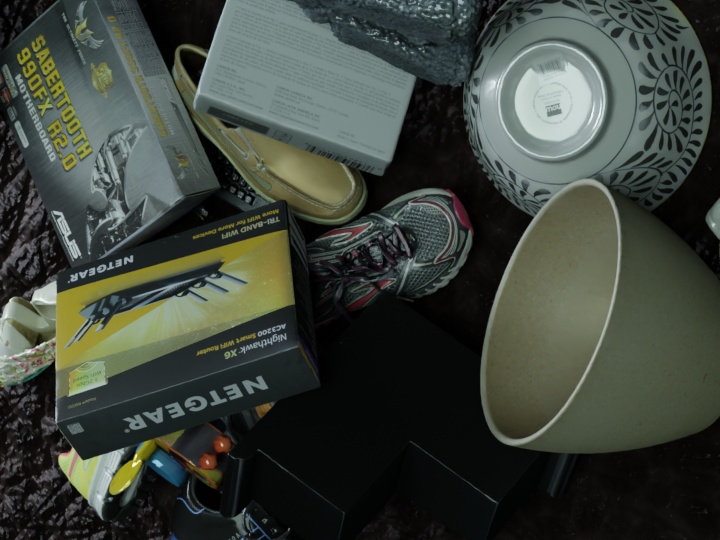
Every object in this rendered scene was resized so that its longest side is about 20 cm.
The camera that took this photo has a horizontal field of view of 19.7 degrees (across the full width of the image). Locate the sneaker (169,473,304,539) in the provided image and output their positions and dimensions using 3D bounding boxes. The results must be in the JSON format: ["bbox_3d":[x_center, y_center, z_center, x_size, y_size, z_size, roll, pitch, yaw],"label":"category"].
[{"bbox_3d":[-0.070,0.229,1.703,0.199,0.070,0.079,21,110,21],"label":"sneaker"}]

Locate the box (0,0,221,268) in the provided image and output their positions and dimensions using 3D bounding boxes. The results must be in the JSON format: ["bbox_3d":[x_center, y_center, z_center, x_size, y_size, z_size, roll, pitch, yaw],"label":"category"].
[{"bbox_3d":[-0.215,-0.119,1.716,0.158,0.048,0.201,-31,80,42],"label":"box"}]

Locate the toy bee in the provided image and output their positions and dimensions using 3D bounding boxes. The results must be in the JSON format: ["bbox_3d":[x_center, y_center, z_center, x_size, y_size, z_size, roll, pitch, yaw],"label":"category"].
[{"bbox_3d":[-0.131,0.127,1.633,0.198,0.109,0.132,18,77,-4],"label":"toy bee"}]

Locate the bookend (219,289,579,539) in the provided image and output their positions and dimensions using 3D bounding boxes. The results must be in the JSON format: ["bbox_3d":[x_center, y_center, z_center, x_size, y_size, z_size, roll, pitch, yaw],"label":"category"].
[{"bbox_3d":[0.033,0.153,1.579,0.199,0.199,0.092,34,146,16],"label":"bookend"}]

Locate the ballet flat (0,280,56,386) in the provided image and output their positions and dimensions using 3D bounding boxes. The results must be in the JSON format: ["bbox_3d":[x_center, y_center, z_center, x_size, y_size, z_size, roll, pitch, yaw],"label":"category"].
[{"bbox_3d":[-0.261,0.040,1.752,0.199,0.064,0.076,-25,44,34],"label":"ballet flat"}]

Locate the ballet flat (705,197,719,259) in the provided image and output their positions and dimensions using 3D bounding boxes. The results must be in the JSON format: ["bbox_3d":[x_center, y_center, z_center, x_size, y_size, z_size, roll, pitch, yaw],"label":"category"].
[{"bbox_3d":[0.313,0.028,1.535,0.069,0.069,0.201,-26,80,22],"label":"ballet flat"}]

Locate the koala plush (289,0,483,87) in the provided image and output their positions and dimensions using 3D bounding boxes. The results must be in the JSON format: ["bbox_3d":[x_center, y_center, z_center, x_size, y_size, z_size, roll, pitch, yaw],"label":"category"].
[{"bbox_3d":[0.033,-0.273,1.540,0.183,0.177,0.201,24,81,4],"label":"koala plush"}]

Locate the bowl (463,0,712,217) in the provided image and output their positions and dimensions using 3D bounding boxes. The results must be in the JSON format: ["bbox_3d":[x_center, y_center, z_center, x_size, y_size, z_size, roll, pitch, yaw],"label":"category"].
[{"bbox_3d":[0.157,-0.128,1.563,0.199,0.094,0.203,2,96,22],"label":"bowl"}]

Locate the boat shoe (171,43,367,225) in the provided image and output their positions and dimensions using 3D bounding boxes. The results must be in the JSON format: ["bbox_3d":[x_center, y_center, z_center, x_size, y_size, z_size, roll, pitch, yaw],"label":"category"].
[{"bbox_3d":[-0.079,-0.111,1.657,0.199,0.076,0.072,35,73,19],"label":"boat shoe"}]

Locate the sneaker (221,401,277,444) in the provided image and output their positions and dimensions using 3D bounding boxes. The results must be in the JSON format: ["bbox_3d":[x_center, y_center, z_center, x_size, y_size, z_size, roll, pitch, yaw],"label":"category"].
[{"bbox_3d":[-0.109,0.074,1.704,0.077,0.078,0.201,-25,85,29],"label":"sneaker"}]

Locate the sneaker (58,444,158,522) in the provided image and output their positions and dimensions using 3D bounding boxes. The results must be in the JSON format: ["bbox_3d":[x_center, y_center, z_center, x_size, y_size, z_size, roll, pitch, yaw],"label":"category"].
[{"bbox_3d":[-0.201,0.104,1.747,0.090,0.078,0.201,30,99,32],"label":"sneaker"}]

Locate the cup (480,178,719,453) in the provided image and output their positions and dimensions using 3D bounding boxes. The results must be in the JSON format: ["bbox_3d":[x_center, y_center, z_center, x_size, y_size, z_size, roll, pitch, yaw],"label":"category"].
[{"bbox_3d":[0.197,0.050,1.522,0.142,0.200,0.202,18,105,-19],"label":"cup"}]

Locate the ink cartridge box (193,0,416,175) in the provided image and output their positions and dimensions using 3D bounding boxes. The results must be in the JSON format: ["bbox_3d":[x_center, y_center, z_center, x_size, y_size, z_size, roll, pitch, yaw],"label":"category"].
[{"bbox_3d":[-0.025,-0.195,1.623,0.161,0.057,0.202,19,74,-7],"label":"ink cartridge box"}]

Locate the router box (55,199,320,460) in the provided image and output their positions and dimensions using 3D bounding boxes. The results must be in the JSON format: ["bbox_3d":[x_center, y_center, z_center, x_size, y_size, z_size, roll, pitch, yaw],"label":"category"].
[{"bbox_3d":[-0.135,0.044,1.594,0.198,0.052,0.158,-18,45,10],"label":"router box"}]

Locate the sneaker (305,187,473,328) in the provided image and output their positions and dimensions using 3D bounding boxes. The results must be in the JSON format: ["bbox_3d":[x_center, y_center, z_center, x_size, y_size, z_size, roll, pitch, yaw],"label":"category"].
[{"bbox_3d":[0.000,0.000,1.651,0.199,0.075,0.081,-28,83,22],"label":"sneaker"}]

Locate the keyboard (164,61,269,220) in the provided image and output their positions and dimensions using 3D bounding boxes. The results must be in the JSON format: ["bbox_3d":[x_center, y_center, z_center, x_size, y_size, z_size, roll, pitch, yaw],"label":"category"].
[{"bbox_3d":[-0.138,-0.096,1.720,0.199,0.040,0.105,31,105,18],"label":"keyboard"}]
